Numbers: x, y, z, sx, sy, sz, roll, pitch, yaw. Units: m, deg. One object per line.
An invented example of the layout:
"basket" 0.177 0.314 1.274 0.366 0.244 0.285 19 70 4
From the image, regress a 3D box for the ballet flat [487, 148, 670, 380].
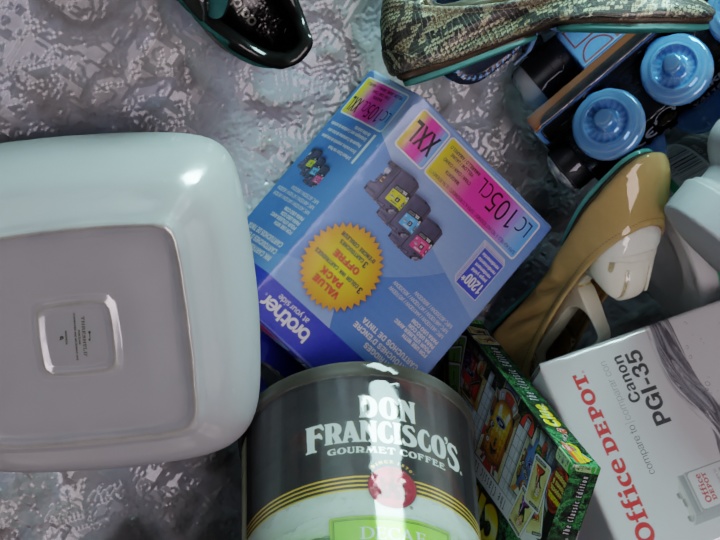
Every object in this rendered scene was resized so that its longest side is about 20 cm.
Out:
"ballet flat" 0.148 0.008 1.514 0.068 0.063 0.200 -12 148 -40

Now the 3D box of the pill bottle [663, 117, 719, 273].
"pill bottle" 0.282 -0.080 1.456 0.200 0.116 0.116 -49 118 -4

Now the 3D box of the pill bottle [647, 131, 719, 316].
"pill bottle" 0.273 -0.057 1.575 0.200 0.113 0.113 -28 115 -15

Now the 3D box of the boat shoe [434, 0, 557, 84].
"boat shoe" 0.113 -0.201 1.484 0.084 0.069 0.200 33 90 -28

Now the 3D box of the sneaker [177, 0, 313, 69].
"sneaker" -0.096 -0.192 1.383 0.071 0.080 0.200 -49 118 -4

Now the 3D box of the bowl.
"bowl" -0.159 0.028 1.386 0.199 0.075 0.201 -4 109 1

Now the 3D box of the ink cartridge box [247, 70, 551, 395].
"ink cartridge box" 0.000 0.000 1.489 0.200 0.076 0.136 -49 118 -3

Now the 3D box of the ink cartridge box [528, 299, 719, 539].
"ink cartridge box" 0.218 0.103 1.497 0.199 0.083 0.147 -19 72 -13

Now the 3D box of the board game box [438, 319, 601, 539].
"board game box" 0.086 0.118 1.482 0.023 0.200 0.105 6 111 -22

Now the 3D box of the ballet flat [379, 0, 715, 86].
"ballet flat" 0.107 -0.162 1.431 0.199 0.068 0.076 -10 94 7

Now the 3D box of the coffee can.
"coffee can" 0.001 0.176 1.418 0.146 0.201 0.147 -2 140 -2

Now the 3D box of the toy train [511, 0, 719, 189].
"toy train" 0.183 -0.140 1.505 0.200 0.114 0.087 -40 155 7
